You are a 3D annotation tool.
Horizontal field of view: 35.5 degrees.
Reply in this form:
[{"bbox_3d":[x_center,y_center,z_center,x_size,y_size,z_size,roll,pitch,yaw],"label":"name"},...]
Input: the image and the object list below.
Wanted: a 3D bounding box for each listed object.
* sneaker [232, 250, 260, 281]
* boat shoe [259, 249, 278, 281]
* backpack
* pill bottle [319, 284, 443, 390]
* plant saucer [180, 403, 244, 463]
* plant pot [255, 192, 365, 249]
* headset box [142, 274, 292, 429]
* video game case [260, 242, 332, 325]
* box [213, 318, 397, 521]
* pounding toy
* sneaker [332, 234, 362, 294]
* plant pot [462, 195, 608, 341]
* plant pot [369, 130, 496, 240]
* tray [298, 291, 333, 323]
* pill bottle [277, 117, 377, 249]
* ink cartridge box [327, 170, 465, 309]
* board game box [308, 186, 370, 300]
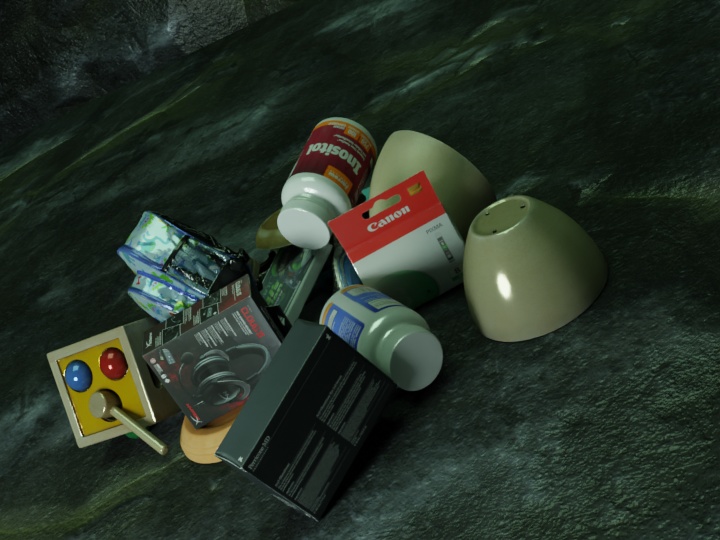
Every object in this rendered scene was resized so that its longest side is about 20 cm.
[{"bbox_3d":[-0.217,0.052,1.846,0.070,0.075,0.201,-45,30,38],"label":"sneaker"},{"bbox_3d":[-0.139,-0.010,1.970,0.201,0.061,0.071,-42,27,-20],"label":"boat shoe"},{"bbox_3d":[-0.275,0.009,1.728,0.148,0.199,0.183,-56,-13,-13],"label":"backpack"},{"bbox_3d":[0.030,0.096,1.543,0.112,0.113,0.200,-37,27,-13],"label":"pill bottle"},{"bbox_3d":[-0.187,0.202,1.678,0.199,0.038,0.201,-25,27,14],"label":"plant saucer"},{"bbox_3d":[-0.087,-0.092,1.852,0.198,0.028,0.200,-22,17,7],"label":"plant pot"},{"bbox_3d":[-0.192,0.113,1.627,0.199,0.150,0.077,-28,27,5],"label":"headset box"},{"bbox_3d":[-0.124,0.034,1.798,0.201,0.023,0.182,-64,22,-1],"label":"video game case"},{"bbox_3d":[-0.066,0.184,1.402,0.079,0.141,0.201,11,64,53],"label":"box"},{"bbox_3d":[-0.369,0.193,1.746,0.183,0.202,0.142,-19,0,23],"label":"pounding toy"},{"bbox_3d":[0.000,0.000,1.734,0.088,0.079,0.201,-1,44,0],"label":"sneaker"},{"bbox_3d":[0.217,-0.021,1.521,0.199,0.135,0.201,-25,26,13],"label":"plant pot"},{"bbox_3d":[0.090,-0.096,1.726,0.200,0.200,0.135,11,61,54],"label":"plant pot"},{"bbox_3d":[-0.050,0.083,1.756,0.107,0.022,0.200,-37,26,-13],"label":"tray"},{"bbox_3d":[-0.054,-0.133,1.734,0.112,0.113,0.201,-11,41,35],"label":"pill bottle"},{"bbox_3d":[0.065,-0.030,1.625,0.160,0.200,0.050,-28,46,6],"label":"ink cartridge box"},{"bbox_3d":[-0.025,-0.050,1.883,0.198,0.047,0.152,-23,44,12],"label":"board game box"}]
